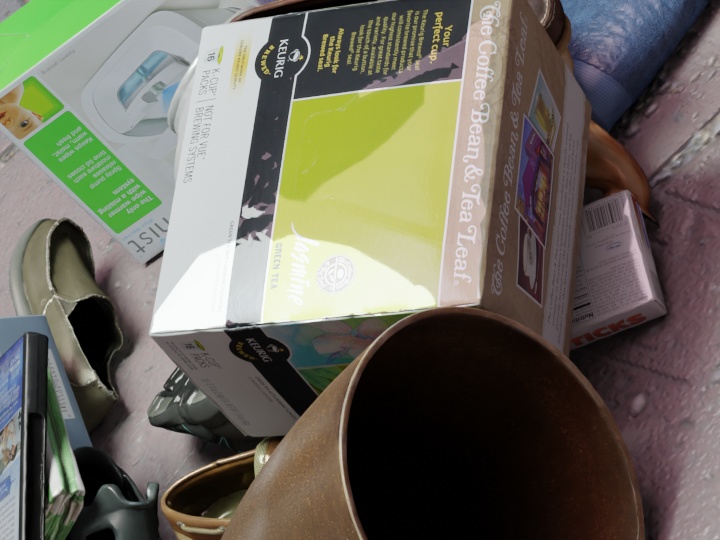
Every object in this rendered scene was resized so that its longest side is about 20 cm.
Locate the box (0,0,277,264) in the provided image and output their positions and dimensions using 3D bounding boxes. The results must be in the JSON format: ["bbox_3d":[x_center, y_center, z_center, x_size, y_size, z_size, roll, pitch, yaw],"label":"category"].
[{"bbox_3d":[-0.130,-0.134,1.963,0.199,0.177,0.097,-33,32,18],"label":"box"}]

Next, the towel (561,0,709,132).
[{"bbox_3d":[0.127,-0.117,1.760,0.200,0.049,0.111,-53,32,-14],"label":"towel"}]

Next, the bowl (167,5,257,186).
[{"bbox_3d":[-0.059,-0.103,1.820,0.201,0.090,0.201,-52,-11,-15],"label":"bowl"}]

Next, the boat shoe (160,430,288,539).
[{"bbox_3d":[-0.031,0.125,1.629,0.199,0.074,0.076,-24,36,31],"label":"boat shoe"}]

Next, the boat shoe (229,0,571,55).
[{"bbox_3d":[0.020,-0.135,1.669,0.199,0.070,0.071,-12,51,13],"label":"boat shoe"}]

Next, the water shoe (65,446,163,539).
[{"bbox_3d":[-0.166,0.143,1.746,0.200,0.071,0.080,16,103,58],"label":"water shoe"}]

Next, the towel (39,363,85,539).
[{"bbox_3d":[-0.222,0.159,1.747,0.201,0.023,0.153,-62,31,29],"label":"towel"}]

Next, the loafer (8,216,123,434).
[{"bbox_3d":[-0.189,0.037,1.941,0.069,0.075,0.201,-27,44,18],"label":"loafer"}]

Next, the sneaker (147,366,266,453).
[{"bbox_3d":[-0.075,0.084,1.743,0.076,0.079,0.200,-53,11,-6],"label":"sneaker"}]

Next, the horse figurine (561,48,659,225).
[{"bbox_3d":[0.087,-0.093,1.691,0.132,0.050,0.201,-21,54,11],"label":"horse figurine"}]

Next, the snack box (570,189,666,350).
[{"bbox_3d":[0.071,0.024,1.623,0.199,0.024,0.072,-21,62,18],"label":"snack box"}]

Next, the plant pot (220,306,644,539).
[{"bbox_3d":[0.013,0.142,1.484,0.200,0.186,0.188,-34,28,48],"label":"plant pot"}]

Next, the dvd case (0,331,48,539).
[{"bbox_3d":[-0.220,0.154,1.697,0.143,0.017,0.201,-40,45,50],"label":"dvd case"}]

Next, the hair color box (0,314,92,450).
[{"bbox_3d":[-0.271,0.116,1.872,0.200,0.060,0.100,-33,72,35],"label":"hair color box"}]

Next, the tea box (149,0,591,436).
[{"bbox_3d":[0.010,-0.030,1.579,0.195,0.134,0.201,-5,59,24],"label":"tea box"}]
